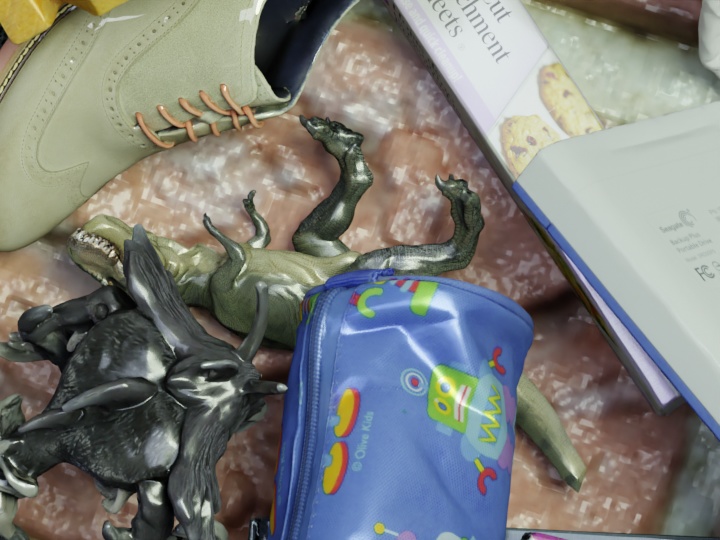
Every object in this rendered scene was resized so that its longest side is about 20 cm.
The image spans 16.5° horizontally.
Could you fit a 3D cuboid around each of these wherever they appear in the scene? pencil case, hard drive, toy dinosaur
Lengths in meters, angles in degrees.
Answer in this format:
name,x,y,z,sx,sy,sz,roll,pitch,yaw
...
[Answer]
name,x,y,z,sx,sy,sz,roll,pitch,yaw
pencil case,0.003,0.095,0.788,0.078,0.087,0.201,-10,58,37
hard drive,0.152,0.030,0.812,0.200,0.132,0.025,52,128,19
toy dinosaur,0.000,0.000,0.880,0.199,0.047,0.089,21,100,6

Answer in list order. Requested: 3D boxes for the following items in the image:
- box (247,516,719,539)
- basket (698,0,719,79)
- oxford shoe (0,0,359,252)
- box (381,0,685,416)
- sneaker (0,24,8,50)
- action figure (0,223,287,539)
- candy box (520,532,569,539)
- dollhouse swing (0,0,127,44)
name,x,y,z,sx,sy,sz,roll,pitch,yaw
box,0.057,0.167,0.849,0.199,0.051,0.159,3,84,5
basket,0.225,-0.144,0.800,0.199,0.198,0.162,14,73,7
oxford shoe,-0.066,-0.072,0.866,0.200,0.071,0.074,-46,63,11
box,0.068,-0.042,0.882,0.041,0.039,0.201,-32,81,-1
sneaker,-0.192,-0.129,0.900,0.199,0.076,0.114,43,86,6
action figure,-0.093,0.061,0.845,0.199,0.102,0.120,-23,74,25
candy box,0.093,0.196,0.785,0.135,0.061,0.201,14,83,3
dollhouse swing,-0.073,-0.221,0.801,0.199,0.182,0.176,-24,122,26
